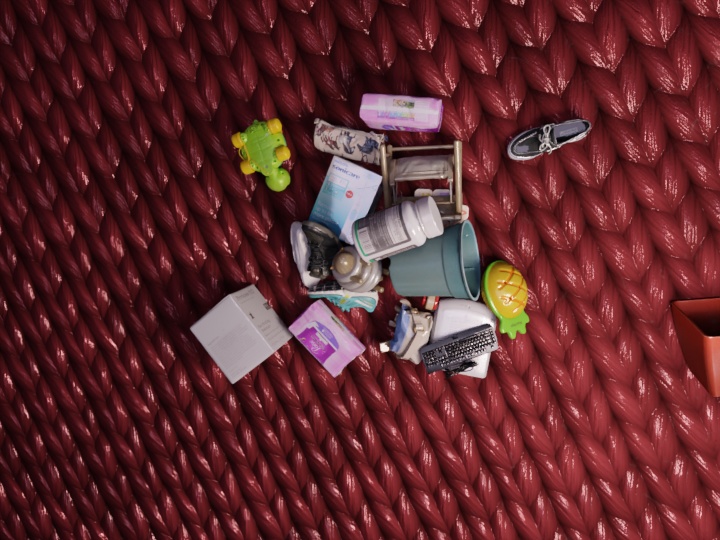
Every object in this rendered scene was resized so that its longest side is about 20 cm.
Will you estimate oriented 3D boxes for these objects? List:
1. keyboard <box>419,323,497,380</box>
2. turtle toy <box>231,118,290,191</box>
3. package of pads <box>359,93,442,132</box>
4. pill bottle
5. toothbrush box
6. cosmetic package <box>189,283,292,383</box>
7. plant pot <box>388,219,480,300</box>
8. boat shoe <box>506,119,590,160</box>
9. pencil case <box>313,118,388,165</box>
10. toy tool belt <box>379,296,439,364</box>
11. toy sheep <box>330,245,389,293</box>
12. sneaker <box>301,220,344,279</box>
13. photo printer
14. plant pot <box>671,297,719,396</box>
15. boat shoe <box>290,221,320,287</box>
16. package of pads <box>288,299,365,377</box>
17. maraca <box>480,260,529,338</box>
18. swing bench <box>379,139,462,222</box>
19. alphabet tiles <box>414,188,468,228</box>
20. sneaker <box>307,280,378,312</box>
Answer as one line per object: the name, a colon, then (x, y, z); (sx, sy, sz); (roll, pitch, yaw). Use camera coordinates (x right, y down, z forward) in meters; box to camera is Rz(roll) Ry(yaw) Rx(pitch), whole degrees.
keyboard: (0.262, 0.218, 1.322); (0.200, 0.040, 0.104); (-21, 98, 5)
turtle toy: (-0.253, -0.314, 1.402); (0.145, 0.101, 0.201); (-16, 95, 14)
package of pads: (0.106, -0.397, 1.297); (0.199, 0.120, 0.076); (7, 100, 11)
pill bottle: (0.089, -0.099, 1.226); (0.200, 0.113, 0.113); (-18, 94, 21)
toothbrush box: (-0.034, -0.188, 1.383); (0.146, 0.085, 0.200); (26, 101, 8)
cosmetic package: (-0.334, 0.175, 1.456); (0.165, 0.165, 0.200); (-38, 90, 14)
plant pot: (0.186, -0.016, 1.297); (0.196, 0.200, 0.201); (-6, 97, 23)
boat shoe: (0.464, -0.325, 1.266); (0.199, 0.068, 0.074); (-10, 95, 13)
pencil case: (-0.031, -0.345, 1.361); (0.199, 0.078, 0.090); (16, 128, 9)
toy tool belt: (0.128, 0.142, 1.376); (0.123, 0.125, 0.201); (14, 103, 3)
toy sheep: (0.000, 0.000, 1.354); (0.138, 0.200, 0.138); (-16, 62, 31)
sneaker: (-0.107, -0.047, 1.351); (0.076, 0.199, 0.114); (17, 70, 28)
photo printer: (0.272, 0.175, 1.376); (0.166, 0.069, 0.201); (9, 99, 8)
plant pot: (0.869, 0.183, 1.198); (0.199, 0.200, 0.177); (-5, 108, 12)
boat shoe: (-0.157, -0.045, 1.422); (0.068, 0.072, 0.200); (34, 147, 42)
package of pads: (-0.096, 0.193, 1.454); (0.121, 0.076, 0.200); (-45, 87, 13)
maraca: (0.375, 0.072, 1.313); (0.107, 0.137, 0.201); (-21, 85, 57)
swing bench: (0.157, -0.224, 1.305); (0.198, 0.130, 0.201); (1, 103, 14)
alphabet tiles: (0.189, -0.119, 1.381); (0.195, 0.015, 0.201); (4, 98, 11)
sneaker: (-0.051, 0.078, 1.429); (0.199, 0.078, 0.080); (6, 110, 6)
